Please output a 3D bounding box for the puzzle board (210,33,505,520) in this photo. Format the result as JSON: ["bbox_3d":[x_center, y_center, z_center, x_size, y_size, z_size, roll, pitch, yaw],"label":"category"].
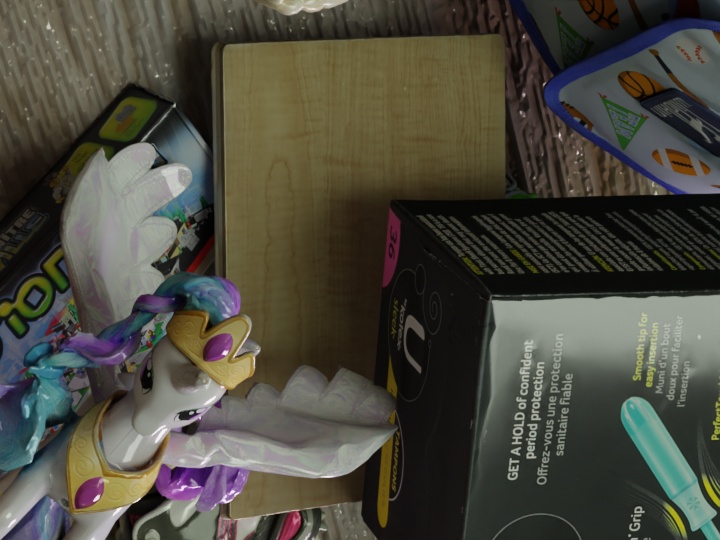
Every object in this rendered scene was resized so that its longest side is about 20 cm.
[{"bbox_3d":[0.000,0.000,1.300,0.150,0.017,0.202,-5,98,-36],"label":"puzzle board"}]

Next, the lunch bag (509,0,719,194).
[{"bbox_3d":[0.143,-0.131,1.277,0.123,0.170,0.201,-29,92,-24],"label":"lunch bag"}]

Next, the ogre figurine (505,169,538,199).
[{"bbox_3d":[0.102,0.041,1.395,0.098,0.120,0.201,-23,121,-30],"label":"ogre figurine"}]

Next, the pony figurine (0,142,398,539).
[{"bbox_3d":[-0.088,0.062,1.175,0.166,0.193,0.200,40,112,-4],"label":"pony figurine"}]

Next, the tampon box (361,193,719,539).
[{"bbox_3d":[0.115,0.057,1.257,0.199,0.126,0.151,-1,109,-19],"label":"tampon box"}]

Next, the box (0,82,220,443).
[{"bbox_3d":[-0.127,0.031,1.260,0.200,0.035,0.110,-48,130,-14],"label":"box"}]

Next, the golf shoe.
[{"bbox_3d":[-0.077,0.140,1.333,0.088,0.077,0.201,21,90,-24],"label":"golf shoe"}]

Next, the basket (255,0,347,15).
[{"bbox_3d":[-0.006,-0.213,1.152,0.197,0.200,0.162,-17,120,-33],"label":"basket"}]
